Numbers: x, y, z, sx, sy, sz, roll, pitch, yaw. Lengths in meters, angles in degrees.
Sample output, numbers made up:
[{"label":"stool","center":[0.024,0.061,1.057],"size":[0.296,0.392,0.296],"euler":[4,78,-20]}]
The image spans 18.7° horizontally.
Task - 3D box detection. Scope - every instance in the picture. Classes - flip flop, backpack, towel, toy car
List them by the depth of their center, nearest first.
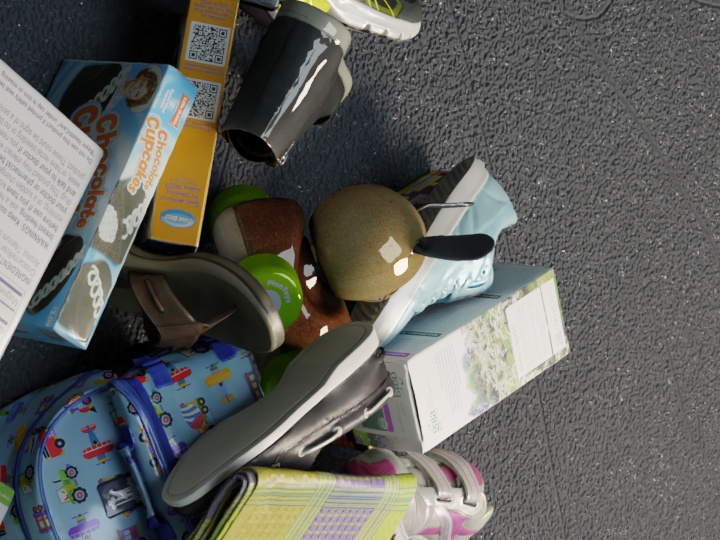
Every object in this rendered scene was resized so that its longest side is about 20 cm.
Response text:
[{"label":"towel","center":[-0.053,0.192,1.511],"size":[0.199,0.023,0.144],"euler":[7,121,-51]},{"label":"flip flop","center":[-0.140,0.023,1.515],"size":[0.058,0.198,0.081],"euler":[-56,151,-35]},{"label":"backpack","center":[-0.165,0.150,1.540],"size":[0.199,0.134,0.184],"euler":[-18,90,-37]},{"label":"toy car","center":[0.000,0.000,1.628],"size":[0.198,0.165,0.159],"euler":[-19,116,-1]}]

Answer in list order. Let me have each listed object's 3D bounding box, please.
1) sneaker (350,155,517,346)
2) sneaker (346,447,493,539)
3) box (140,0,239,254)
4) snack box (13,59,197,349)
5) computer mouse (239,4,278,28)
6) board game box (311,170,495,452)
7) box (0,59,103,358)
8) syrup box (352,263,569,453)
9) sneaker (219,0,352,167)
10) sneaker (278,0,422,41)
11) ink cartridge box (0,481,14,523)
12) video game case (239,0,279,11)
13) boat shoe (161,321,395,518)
[{"label":"sneaker","center":[0.068,0.000,1.739],"size":[0.082,0.074,0.200],"euler":[43,60,-12]},{"label":"sneaker","center":[0.053,0.179,1.792],"size":[0.088,0.082,0.200],"euler":[-34,157,2]},{"label":"box","center":[-0.126,-0.093,1.578],"size":[0.041,0.119,0.202],"euler":[12,87,-8]},{"label":"snack box","center":[-0.197,-0.049,1.502],"size":[0.037,0.116,0.201],"euler":[37,68,-44]},{"label":"computer mouse","center":[-0.077,-0.234,1.663],"size":[0.139,0.052,0.200],"euler":[-57,141,-18]},{"label":"board game box","center":[0.036,0.031,1.819],"size":[0.200,0.056,0.167],"euler":[-33,120,-41]},{"label":"box","center":[-0.292,-0.045,1.405],"size":[0.184,0.104,0.201],"euler":[43,64,-43]},{"label":"syrup box","center":[0.076,0.068,1.767],"size":[0.199,0.081,0.079],"euler":[-30,114,-41]},{"label":"sneaker","center":[-0.061,-0.121,1.582],"size":[0.107,0.074,0.200],"euler":[-60,176,-9]},{"label":"sneaker","center":[-0.013,-0.227,1.641],"size":[0.199,0.074,0.085],"euler":[10,97,-53]},{"label":"ink cartridge box","center":[-0.333,0.199,1.416],"size":[0.148,0.075,0.201],"euler":[40,65,-43]},{"label":"video game case","center":[-0.138,-0.277,1.534],"size":[0.198,0.019,0.144],"euler":[14,84,-16]},{"label":"boat shoe","center":[-0.052,0.114,1.505],"size":[0.200,0.074,0.061],"euler":[-42,116,-33]}]
